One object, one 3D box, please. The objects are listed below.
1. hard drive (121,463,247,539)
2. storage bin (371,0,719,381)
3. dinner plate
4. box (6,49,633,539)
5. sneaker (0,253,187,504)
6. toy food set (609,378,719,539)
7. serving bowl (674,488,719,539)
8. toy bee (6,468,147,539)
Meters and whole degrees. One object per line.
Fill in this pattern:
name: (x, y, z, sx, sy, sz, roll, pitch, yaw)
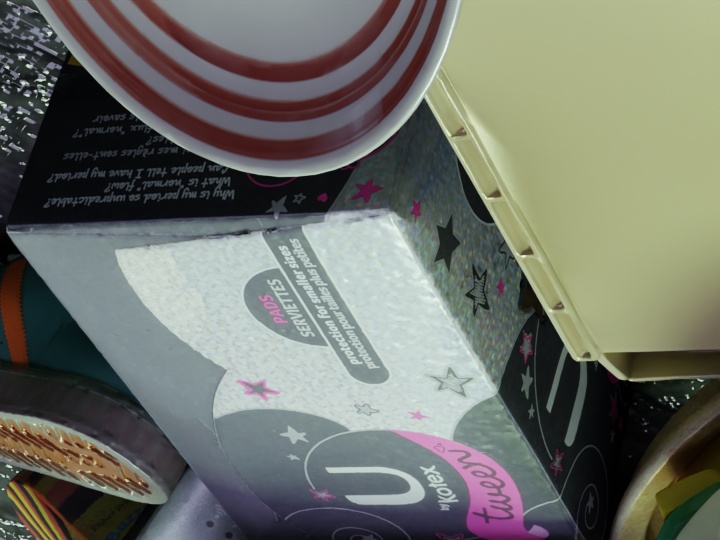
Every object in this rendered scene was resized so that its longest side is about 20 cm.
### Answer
hard drive: (-0.051, 0.167, 0.951, 0.139, 0.033, 0.200, 31, 113, -12)
storage bin: (0.134, -0.056, 0.689, 0.199, 0.094, 0.199, -3, 144, 25)
dinner plate: (-0.040, -0.120, 0.638, 0.200, 0.024, 0.201, 29, 132, 37)
box: (0.000, 0.000, 0.809, 0.131, 0.115, 0.200, -2, 145, 25)
sneaker: (-0.119, 0.026, 0.949, 0.199, 0.080, 0.071, 15, 154, 43)
toy food set: (0.173, 0.073, 0.843, 0.197, 0.049, 0.200, -24, 147, 4)
serving bowl: (0.178, 0.101, 0.760, 0.199, 0.066, 0.201, 1, 136, 1)
toy bee: (-0.067, 0.118, 1.009, 0.199, 0.131, 0.109, 20, 149, 18)
